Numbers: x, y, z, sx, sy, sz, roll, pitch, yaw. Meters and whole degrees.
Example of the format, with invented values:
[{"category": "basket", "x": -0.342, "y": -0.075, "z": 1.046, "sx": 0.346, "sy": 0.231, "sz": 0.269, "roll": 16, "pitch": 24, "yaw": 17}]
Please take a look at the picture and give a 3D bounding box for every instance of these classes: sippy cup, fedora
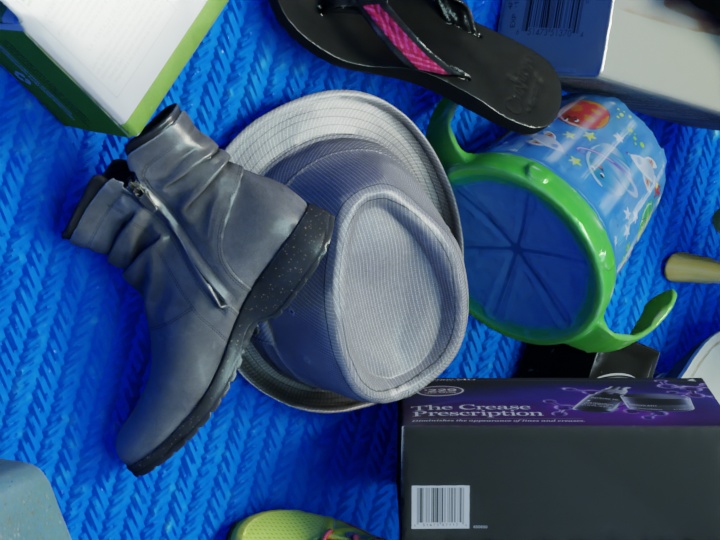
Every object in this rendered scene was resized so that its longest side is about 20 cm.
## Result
[{"category": "sippy cup", "x": 0.127, "y": -0.043, "z": 1.560, "sx": 0.130, "sy": 0.139, "sz": 0.178, "roll": -45, "pitch": 133, "yaw": -39}, {"category": "fedora", "x": 0.000, "y": 0.000, "z": 1.453, "sx": 0.176, "sy": 0.090, "sz": 0.201, "roll": -19, "pitch": 113, "yaw": -24}]

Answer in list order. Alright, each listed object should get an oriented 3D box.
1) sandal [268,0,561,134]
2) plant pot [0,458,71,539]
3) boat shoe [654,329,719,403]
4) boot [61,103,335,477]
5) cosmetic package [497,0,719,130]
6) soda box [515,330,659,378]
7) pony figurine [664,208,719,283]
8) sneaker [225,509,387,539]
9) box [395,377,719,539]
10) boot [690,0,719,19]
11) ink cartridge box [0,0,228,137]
[{"category": "sandal", "x": 0.040, "y": -0.145, "z": 1.470, "sx": 0.199, "sy": 0.045, "sz": 0.075, "roll": 22, "pitch": 62, "yaw": -17}, {"category": "plant pot", "x": -0.243, "y": 0.192, "z": 1.234, "sx": 0.200, "sy": 0.196, "sz": 0.197, "roll": -38, "pitch": 120, "yaw": -40}, {"category": "boat shoe", "x": 0.225, "y": 0.103, "z": 1.706, "sx": 0.075, "sy": 0.062, "sz": 0.200, "roll": 55, "pitch": 52, "yaw": -15}, {"category": "boot", "x": -0.117, "y": 0.009, "z": 1.387, "sx": 0.131, "sy": 0.070, "sz": 0.200, "roll": 32, "pitch": 104, "yaw": -10}, {"category": "cosmetic package", "x": 0.195, "y": -0.152, "z": 1.611, "sx": 0.199, "sy": 0.103, "sz": 0.088, "roll": 12, "pitch": 87, "yaw": -43}, {"category": "soda box", "x": 0.130, "y": 0.136, "z": 1.624, "sx": 0.063, "sy": 0.071, "sz": 0.201, "roll": 21, "pitch": 84, "yaw": -42}, {"category": "pony figurine", "x": 0.344, "y": 0.000, "z": 1.699, "sx": 0.192, "sy": 0.200, "sz": 0.167, "roll": -7, "pitch": 110, "yaw": -40}, {"category": "sneaker", "x": 0.014, "y": 0.188, "z": 1.467, "sx": 0.199, "sy": 0.090, "sz": 0.078, "roll": 20, "pitch": 60, "yaw": 2}, {"category": "box", "x": 0.122, "y": 0.115, "z": 1.505, "sx": 0.199, "sy": 0.141, "sz": 0.079, "roll": 0, "pitch": 97, "yaw": 0}, {"category": "boot", "x": 0.275, "y": -0.123, "z": 1.565, "sx": 0.210, "sy": 0.079, "sz": 0.159, "roll": 9, "pitch": 86, "yaw": -42}, {"category": "ink cartridge box", "x": -0.163, "y": -0.191, "z": 1.308, "sx": 0.200, "sy": 0.076, "sz": 0.148, "roll": 45, "pitch": 69, "yaw": -35}]
